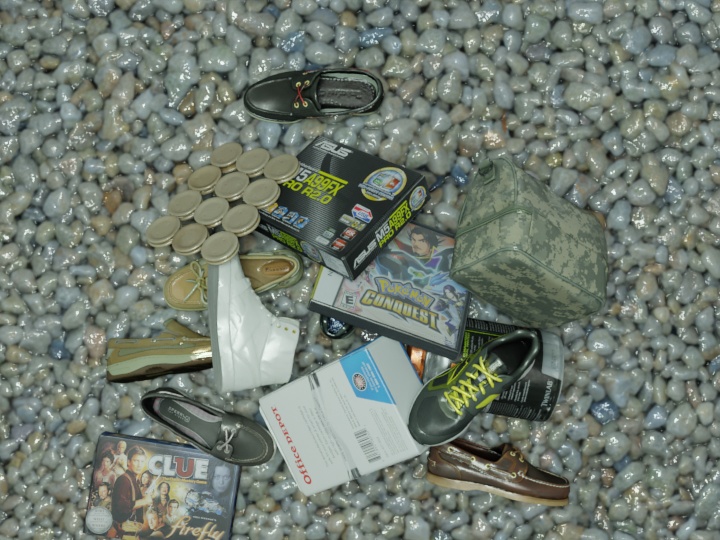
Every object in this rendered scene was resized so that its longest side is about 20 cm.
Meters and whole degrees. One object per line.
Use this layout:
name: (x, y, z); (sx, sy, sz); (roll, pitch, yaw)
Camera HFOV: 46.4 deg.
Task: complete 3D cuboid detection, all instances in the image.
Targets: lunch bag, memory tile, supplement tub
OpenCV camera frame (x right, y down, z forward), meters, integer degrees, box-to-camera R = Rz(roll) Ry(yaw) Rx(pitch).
lunch bag: (0.225, -0.039, 1.097); (0.199, 0.139, 0.169); (28, 59, -27)
memory tile: (-0.182, -0.093, 1.115); (0.152, 0.017, 0.201); (15, 56, 30)
supplement tub: (0.161, 0.127, 1.124); (0.198, 0.123, 0.124); (10, 87, 0)

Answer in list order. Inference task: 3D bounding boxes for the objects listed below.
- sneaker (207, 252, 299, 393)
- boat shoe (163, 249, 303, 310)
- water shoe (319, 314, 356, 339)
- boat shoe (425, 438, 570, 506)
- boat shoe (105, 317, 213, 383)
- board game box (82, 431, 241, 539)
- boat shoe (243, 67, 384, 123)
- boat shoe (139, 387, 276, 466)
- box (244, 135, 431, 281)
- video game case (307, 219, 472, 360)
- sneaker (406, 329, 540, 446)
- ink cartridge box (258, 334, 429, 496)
sneaker: (-0.139, 0.055, 1.107); (0.115, 0.074, 0.202); (-3, 87, -21)
boat shoe: (-0.179, 0.008, 1.158); (0.199, 0.063, 0.074); (-16, 88, -1)
water shoe: (0.000, 0.000, 1.151); (0.071, 0.079, 0.201); (17, 86, 0)
boat shoe: (0.190, 0.269, 1.142); (0.198, 0.070, 0.071); (11, 91, 0)
boat shoe: (-0.254, 0.102, 1.154); (0.198, 0.072, 0.077); (-9, 75, -1)
board game box: (-0.269, 0.305, 1.156); (0.198, 0.035, 0.137); (8, 87, 0)
boat shoe: (-0.067, -0.248, 1.175); (0.200, 0.063, 0.074); (-2, 89, 1)
boat shoe: (-0.209, 0.211, 1.121); (0.199, 0.057, 0.067); (20, 92, 21)
box: (-0.034, -0.088, 1.097); (0.199, 0.044, 0.160); (27, 64, 37)
video game case: (0.049, 0.006, 1.094); (0.199, 0.026, 0.182); (19, 53, -2)
sneaker: (0.136, 0.130, 1.010); (0.200, 0.085, 0.075); (-38, 75, -18)
ink cartridge box: (-0.015, 0.188, 1.093); (0.199, 0.086, 0.147); (-29, 87, 34)
